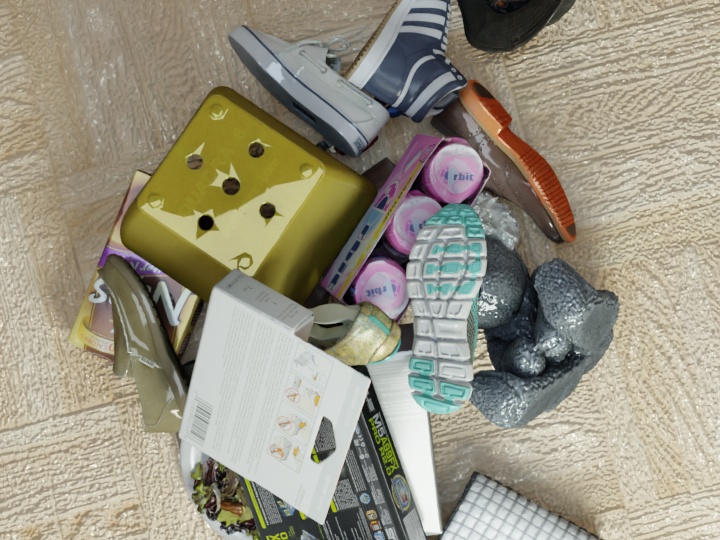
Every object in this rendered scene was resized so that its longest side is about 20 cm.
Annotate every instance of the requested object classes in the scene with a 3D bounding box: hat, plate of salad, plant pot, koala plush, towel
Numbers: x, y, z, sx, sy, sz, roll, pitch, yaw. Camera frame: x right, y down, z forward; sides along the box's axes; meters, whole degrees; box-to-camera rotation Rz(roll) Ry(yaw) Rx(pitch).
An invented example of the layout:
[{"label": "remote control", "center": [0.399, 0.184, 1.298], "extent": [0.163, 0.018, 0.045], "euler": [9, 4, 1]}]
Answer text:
[{"label": "hat", "center": [0.183, -0.316, 1.677], "extent": [0.081, 0.201, 0.201], "euler": [11, 89, -36]}, {"label": "plate of salad", "center": [-0.101, 0.215, 1.679], "extent": [0.200, 0.048, 0.200], "euler": [6, 110, 18]}, {"label": "plant pot", "center": [-0.118, -0.067, 1.597], "extent": [0.200, 0.176, 0.200], "euler": [34, 85, 5]}, {"label": "koala plush", "center": [0.148, 0.035, 1.656], "extent": [0.200, 0.184, 0.177], "euler": [37, 109, 22]}, {"label": "towel", "center": [0.142, 0.331, 1.674], "extent": [0.166, 0.086, 0.200], "euler": [29, 89, 2]}]

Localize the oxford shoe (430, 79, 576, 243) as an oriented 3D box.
[{"label": "oxford shoe", "center": [0.152, -0.102, 1.698], "extent": [0.073, 0.071, 0.200], "euler": [-38, 83, 22]}]

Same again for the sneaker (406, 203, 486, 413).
[{"label": "sneaker", "center": [0.082, 0.034, 1.558], "extent": [0.078, 0.091, 0.200], "euler": [8, 94, 7]}]

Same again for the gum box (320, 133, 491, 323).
[{"label": "gum box", "center": [0.047, -0.045, 1.619], "extent": [0.066, 0.114, 0.200], "euler": [32, 90, -13]}]

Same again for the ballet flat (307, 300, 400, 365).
[{"label": "ballet flat", "center": [-0.048, 0.066, 1.572], "extent": [0.200, 0.071, 0.071], "euler": [-13, 87, 43]}]

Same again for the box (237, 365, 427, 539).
[{"label": "box", "center": [-0.038, 0.207, 1.598], "extent": [0.160, 0.044, 0.200], "euler": [-17, 95, 27]}]

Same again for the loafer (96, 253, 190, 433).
[{"label": "loafer", "center": [-0.227, 0.080, 1.650], "extent": [0.067, 0.076, 0.200], "euler": [-24, 89, -5]}]

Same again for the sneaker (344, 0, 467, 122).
[{"label": "sneaker", "center": [0.074, -0.238, 1.675], "extent": [0.108, 0.070, 0.200], "euler": [36, 60, -5]}]

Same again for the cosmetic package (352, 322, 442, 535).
[{"label": "cosmetic package", "center": [0.033, 0.166, 1.651], "extent": [0.090, 0.107, 0.200], "euler": [-9, 104, 3]}]

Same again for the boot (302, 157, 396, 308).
[{"label": "boot", "center": [0.000, 0.000, 1.703], "extent": [0.200, 0.064, 0.186], "euler": [-28, 90, -2]}]

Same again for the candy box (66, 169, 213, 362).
[{"label": "candy box", "center": [-0.219, 0.007, 1.716], "extent": [0.117, 0.056, 0.200], "euler": [22, 91, 3]}]

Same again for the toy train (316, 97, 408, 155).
[{"label": "toy train", "center": [-0.006, -0.146, 1.716], "extent": [0.200, 0.034, 0.046], "euler": [-37, 90, 2]}]

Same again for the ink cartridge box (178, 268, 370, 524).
[{"label": "ink cartridge box", "center": [-0.077, 0.120, 1.517], "extent": [0.174, 0.044, 0.200], "euler": [29, 129, 15]}]

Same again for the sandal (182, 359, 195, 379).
[{"label": "sandal", "center": [-0.102, 0.118, 1.698], "extent": [0.200, 0.048, 0.075], "euler": [-4, 117, 25]}]

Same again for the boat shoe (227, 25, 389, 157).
[{"label": "boat shoe", "center": [-0.047, -0.209, 1.691], "extent": [0.086, 0.075, 0.202], "euler": [-44, 65, -11]}]
